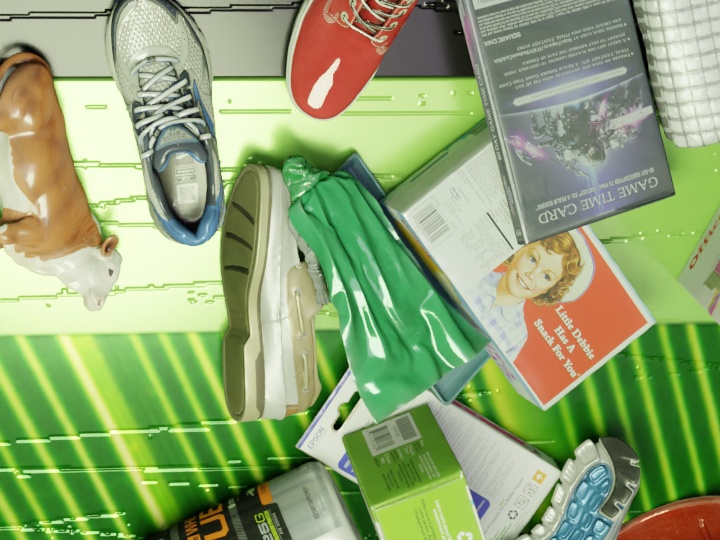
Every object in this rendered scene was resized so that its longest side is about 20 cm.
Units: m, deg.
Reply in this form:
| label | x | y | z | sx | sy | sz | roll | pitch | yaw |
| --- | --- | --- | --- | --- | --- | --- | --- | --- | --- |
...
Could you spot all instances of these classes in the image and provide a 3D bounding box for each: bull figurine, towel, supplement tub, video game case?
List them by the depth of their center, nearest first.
| label | x | y | z | sx | sy | sz | roll | pitch | yaw |
| --- | --- | --- | --- | --- | --- | --- | --- | --- | --- |
| bull figurine | -0.248 | -0.057 | 1.590 | 0.121 | 0.065 | 0.201 | -22 | 102 | -36 |
| video game case | 0.155 | -0.134 | 1.613 | 0.143 | 0.019 | 0.201 | -18 | 98 | -27 |
| towel | 0.310 | -0.196 | 1.632 | 0.199 | 0.086 | 0.166 | -15 | 105 | -2 |
| supplement tub | -0.095 | 0.242 | 1.673 | 0.200 | 0.123 | 0.123 | -26 | 107 | -1 |

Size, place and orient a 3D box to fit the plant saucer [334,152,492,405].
| label | x | y | z | sx | sy | sz | roll | pitch | yaw |
| --- | --- | --- | --- | --- | --- | --- | --- | --- | --- |
| plant saucer | 0.028 | 0.008 | 1.666 | 0.070 | 0.019 | 0.200 | -46 | 109 | -30 |

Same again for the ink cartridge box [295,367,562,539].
| label | x | y | z | sx | sy | sz | roll | pitch | yaw |
| --- | --- | --- | --- | --- | --- | --- | --- | --- | --- |
| ink cartridge box | 0.054 | 0.147 | 1.713 | 0.200 | 0.037 | 0.095 | 31 | 100 | -17 |

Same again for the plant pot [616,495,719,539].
| label | x | y | z | sx | sy | sz | roll | pitch | yaw |
| --- | --- | --- | --- | --- | --- | --- | --- | --- | --- |
| plant pot | 0.284 | 0.319 | 1.722 | 0.200 | 0.201 | 0.196 | -29 | 116 | 1 |

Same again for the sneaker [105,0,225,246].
| label | x | y | z | sx | sy | sz | roll | pitch | yaw |
| --- | --- | --- | --- | --- | --- | --- | --- | --- | --- |
| sneaker | -0.136 | -0.110 | 1.589 | 0.077 | 0.085 | 0.201 | -16 | 106 | -4 |

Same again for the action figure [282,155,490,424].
| label | x | y | z | sx | sy | sz | roll | pitch | yaw |
| --- | --- | --- | --- | --- | --- | --- | --- | --- | --- |
| action figure | 0.000 | 0.000 | 1.605 | 0.118 | 0.055 | 0.200 | -33 | 96 | -31 |

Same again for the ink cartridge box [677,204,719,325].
| label | x | y | z | sx | sy | sz | roll | pitch | yaw |
| --- | --- | --- | --- | --- | --- | --- | --- | --- | --- |
| ink cartridge box | 0.328 | -0.011 | 1.625 | 0.084 | 0.200 | 0.145 | 28 | 99 | -10 |

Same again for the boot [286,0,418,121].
| label | x | y | z | sx | sy | sz | roll | pitch | yaw |
| --- | --- | --- | --- | --- | --- | --- | --- | --- | --- |
| boot | 0.010 | -0.191 | 1.557 | 0.072 | 0.144 | 0.200 | 24 | 102 | -15 |

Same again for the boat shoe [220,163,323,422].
| label | x | y | z | sx | sy | sz | roll | pitch | yaw |
| --- | --- | --- | --- | --- | --- | --- | --- | --- | --- |
| boat shoe | -0.065 | 0.015 | 1.647 | 0.068 | 0.075 | 0.201 | -3 | 106 | -24 |

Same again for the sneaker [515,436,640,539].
| label | x | y | z | sx | sy | sz | roll | pitch | yaw |
| --- | --- | --- | --- | --- | --- | --- | --- | --- | --- |
| sneaker | 0.163 | 0.228 | 1.723 | 0.075 | 0.087 | 0.200 | 40 | 90 | 24 |

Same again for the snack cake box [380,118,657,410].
| label | x | y | z | sx | sy | sz | roll | pitch | yaw |
| --- | --- | --- | --- | --- | --- | --- | --- | --- | --- |
| snack cake box | 0.122 | -0.007 | 1.657 | 0.115 | 0.067 | 0.200 | -38 | 107 | -6 |

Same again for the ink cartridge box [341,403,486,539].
| label | x | y | z | sx | sy | sz | roll | pitch | yaw |
| --- | --- | --- | --- | --- | --- | --- | --- | --- | --- |
| ink cartridge box | 0.061 | 0.225 | 1.644 | 0.076 | 0.148 | 0.200 | -21 | 109 | -2 |
